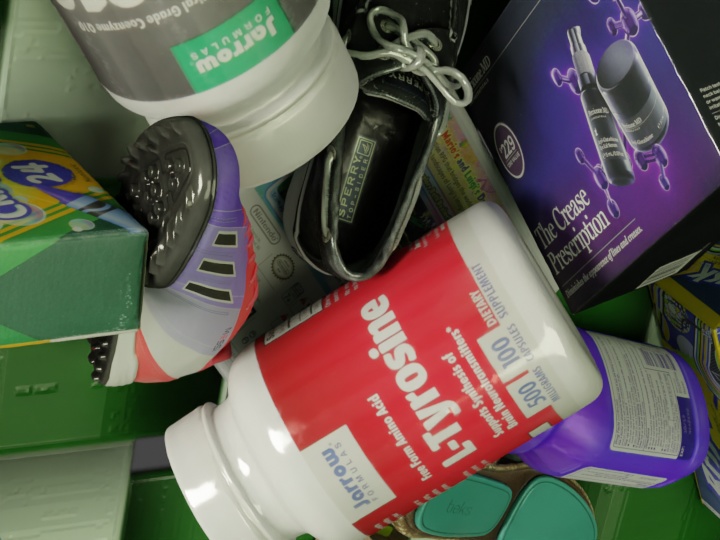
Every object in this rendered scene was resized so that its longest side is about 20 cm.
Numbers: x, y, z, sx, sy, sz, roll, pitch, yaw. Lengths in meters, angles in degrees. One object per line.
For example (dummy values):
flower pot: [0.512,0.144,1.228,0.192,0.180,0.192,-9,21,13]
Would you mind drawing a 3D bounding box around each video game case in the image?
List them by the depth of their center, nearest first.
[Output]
video game case: [0.000,0.000,1.006,0.182,0.024,0.200,-41,130,-9]

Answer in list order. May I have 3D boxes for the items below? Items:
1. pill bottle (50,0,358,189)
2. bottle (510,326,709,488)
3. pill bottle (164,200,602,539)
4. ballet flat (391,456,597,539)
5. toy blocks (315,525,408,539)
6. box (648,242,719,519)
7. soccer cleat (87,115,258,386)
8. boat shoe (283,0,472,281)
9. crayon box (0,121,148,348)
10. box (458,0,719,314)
pill bottle: [-0.080,-0.137,0.814,0.113,0.113,0.200,-38,130,-10]
bottle: [0.117,0.074,1.073,0.065,0.084,0.199,-27,154,36]
pill bottle: [0.009,0.062,0.942,0.199,0.113,0.112,-32,131,6]
ballet flat: [0.067,0.125,1.090,0.071,0.065,0.200,-57,143,2]
toy blocks: [-0.003,0.232,1.059,0.100,0.137,0.201,28,97,-41]
box: [0.236,0.078,1.178,0.064,0.070,0.201,-31,128,-13]
soccer cleat: [-0.074,-0.007,0.858,0.073,0.069,0.200,-2,153,-19]
boat shoe: [0.014,-0.093,0.911,0.073,0.068,0.201,20,92,-21]
crayon box: [-0.203,-0.012,0.793,0.199,0.126,0.052,-8,119,-31]
box: [0.131,-0.081,0.907,0.078,0.142,0.200,-19,167,-19]
